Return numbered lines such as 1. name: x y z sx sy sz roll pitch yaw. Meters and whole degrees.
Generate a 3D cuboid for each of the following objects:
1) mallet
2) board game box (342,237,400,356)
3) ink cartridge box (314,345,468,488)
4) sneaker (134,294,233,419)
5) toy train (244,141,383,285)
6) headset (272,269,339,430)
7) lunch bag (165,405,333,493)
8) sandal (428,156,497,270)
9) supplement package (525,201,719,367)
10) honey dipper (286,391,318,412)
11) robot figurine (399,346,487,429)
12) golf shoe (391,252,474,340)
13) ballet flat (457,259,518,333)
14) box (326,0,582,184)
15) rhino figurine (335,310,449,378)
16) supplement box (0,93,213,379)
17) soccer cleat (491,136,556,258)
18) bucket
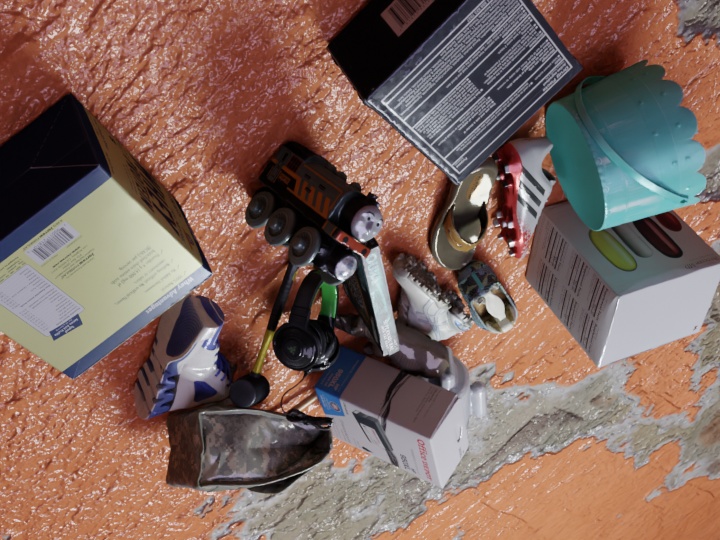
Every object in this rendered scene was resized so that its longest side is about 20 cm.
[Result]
1. mallet: -0.122 0.086 1.253 0.066 0.041 0.202 -27 137 -73
2. board game box: 0.000 0.000 1.226 0.028 0.136 0.201 -24 138 -10
3. ink cartridge box: 0.047 0.212 1.397 0.084 0.198 0.145 -53 148 -28
4. sneaker: -0.210 0.113 1.253 0.114 0.081 0.200 3 134 -39
5. toy train: -0.053 -0.067 1.092 0.085 0.200 0.115 30 96 -43
6. headset: -0.057 0.102 1.262 0.123 0.093 0.202 24 80 -73
7. lunch bag: -0.151 0.244 1.316 0.198 0.119 0.164 3 170 -27
8. sandal: 0.146 -0.067 1.312 0.080 0.054 0.201 -10 140 -23
9. supplement package: 0.384 0.000 1.419 0.189 0.201 0.148 -16 136 -19
10. honey dipper: -0.117 0.225 1.443 0.199 0.038 0.038 -35 139 -3
11. robot figurine: 0.114 0.205 1.508 0.167 0.114 0.201 -1 136 6
12. golf shoe: 0.084 0.053 1.378 0.097 0.079 0.200 -34 137 12
13. ballet flat: 0.200 0.059 1.450 0.074 0.074 0.200 -38 142 6
14. box: 0.105 -0.238 1.075 0.200 0.124 0.198 -42 137 13
15. rhino figurine: 0.040 0.098 1.364 0.199 0.087 0.060 27 75 -16
16. supplement box: -0.302 -0.030 1.007 0.199 0.135 0.200 -36 139 3
17. soccer cleat: 0.230 -0.098 1.331 0.084 0.069 0.201 -19 132 -9
18. bucket: 0.336 -0.157 1.245 0.134 0.208 0.208 -21 138 -4
